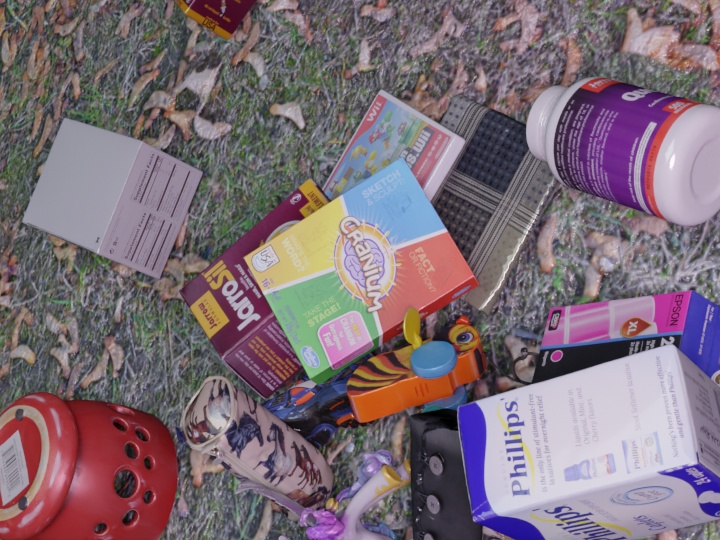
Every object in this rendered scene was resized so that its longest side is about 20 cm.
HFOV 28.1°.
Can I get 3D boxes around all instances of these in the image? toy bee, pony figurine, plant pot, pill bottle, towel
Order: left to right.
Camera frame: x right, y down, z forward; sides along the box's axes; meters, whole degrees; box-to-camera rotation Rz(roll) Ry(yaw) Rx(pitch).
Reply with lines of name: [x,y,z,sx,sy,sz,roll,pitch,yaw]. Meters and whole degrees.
plant pot: [-0.347,0.248,1.735,0.199,0.182,0.203,-18,60,34]
pony figurine: [-0.017,0.267,1.421,0.200,0.193,0.167,-44,21,19]
toy bee: [0.086,0.098,1.459,0.109,0.198,0.132,-89,5,-59]
towel: [0.121,-0.071,1.541,0.192,0.034,0.201,32,94,43]
pill bottle: [0.255,-0.120,1.371,0.199,0.112,0.113,24,90,45]

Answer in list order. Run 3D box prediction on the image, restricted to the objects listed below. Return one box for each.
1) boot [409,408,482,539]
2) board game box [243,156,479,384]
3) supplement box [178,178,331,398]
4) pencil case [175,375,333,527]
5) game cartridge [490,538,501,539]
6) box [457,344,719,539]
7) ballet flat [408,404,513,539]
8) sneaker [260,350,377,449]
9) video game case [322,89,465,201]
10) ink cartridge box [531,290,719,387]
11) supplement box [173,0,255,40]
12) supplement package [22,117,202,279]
boot: [0.104,0.239,1.306,0.164,0.065,0.202,11,97,45]
board game box: [0.000,0.000,1.491,0.199,0.040,0.154,-32,73,4]
supplement box: [-0.081,0.019,1.600,0.200,0.103,0.131,-41,48,1]
pencil case: [-0.107,0.196,1.526,0.077,0.200,0.090,-16,49,31]
game cartridge: [0.100,0.362,1.368,0.201,0.041,0.133,-53,41,13]
box: [0.212,0.160,1.221,0.198,0.184,0.106,-19,62,25]
ballet flat: [0.122,0.212,1.385,0.200,0.070,0.066,44,134,27]
sneaker: [-0.046,0.142,1.584,0.199,0.075,0.079,-22,43,33]
video game case: [0.032,-0.115,1.614,0.144,0.017,0.200,-59,31,7]
ink cartridge box: [0.255,0.071,1.323,0.198,0.037,0.095,-8,49,36]
supplement box: [-0.170,-0.428,1.921,0.201,0.085,0.110,-53,45,12]
supplement package: [-0.333,-0.099,1.917,0.199,0.110,0.157,19,86,45]
